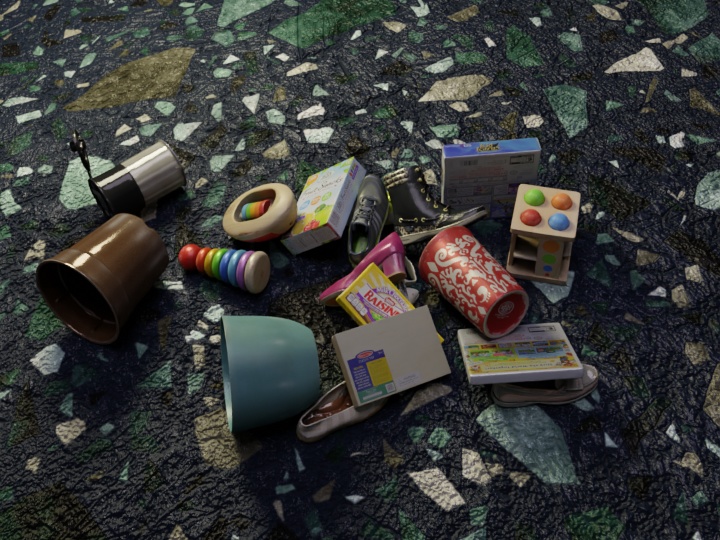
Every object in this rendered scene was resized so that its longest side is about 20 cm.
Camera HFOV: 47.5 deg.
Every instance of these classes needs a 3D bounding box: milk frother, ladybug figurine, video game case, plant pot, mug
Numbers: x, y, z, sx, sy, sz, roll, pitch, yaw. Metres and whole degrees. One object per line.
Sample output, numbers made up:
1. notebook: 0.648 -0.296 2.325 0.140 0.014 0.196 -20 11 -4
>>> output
1. milk frother: -0.519 -0.240 1.810 0.187 0.202 0.180 -35 51 -24
2. ladybug figurine: -0.208 -0.114 1.731 0.197 0.072 0.137 -4 53 38
3. video game case: 0.283 0.149 1.480 0.196 0.023 0.183 -4 22 1
4. video game case: 0.268 -0.187 1.712 0.196 0.183 0.046 -4 47 1
5. plant pot: -0.494 0.005 1.617 0.197 0.203 0.199 19 45 20
6. plant pot: -0.158 0.174 1.439 0.158 0.202 0.203 -4 48 -13
7. mug: 0.235 0.017 1.557 0.175 0.135 0.200 -21 43 -20

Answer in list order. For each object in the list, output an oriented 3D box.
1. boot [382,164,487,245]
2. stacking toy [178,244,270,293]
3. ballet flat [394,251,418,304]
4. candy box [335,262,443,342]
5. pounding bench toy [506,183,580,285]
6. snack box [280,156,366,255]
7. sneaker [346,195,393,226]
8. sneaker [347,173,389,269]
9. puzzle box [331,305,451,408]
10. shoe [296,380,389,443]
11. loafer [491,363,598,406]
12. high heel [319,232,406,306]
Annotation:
1. boot: 0.144 -0.144 1.653 0.201 0.073 0.157 -17 87 24
2. stacking toy: -0.288 -0.010 1.682 0.197 0.086 0.086 10 50 21
3. ballet flat: 0.081 0.031 1.621 0.071 0.073 0.203 -5 51 0
4. candy box: 0.056 0.092 1.525 0.200 0.026 0.102 47 64 -2
5. pounding bench toy: 0.372 -0.105 1.650 0.122 0.157 0.202 9 50 12
6. snack box: -0.078 -0.137 1.739 0.141 0.053 0.202 -17 39 38
7. sneaker: 0.052 -0.141 1.778 0.196 0.077 0.105 -5 19 13
8. sneaker: 0.014 -0.103 1.677 0.072 0.081 0.204 4 78 11
9. puzzle box: 0.056 0.153 1.477 0.197 0.025 0.135 -15 80 -24
10. shoe: -0.026 0.239 1.458 0.198 0.054 0.070 -29 53 -19
11. loafer: 0.331 0.197 1.458 0.196 0.063 0.073 -9 50 -3
12. high heel: 0.000 0.000 1.611 0.198 0.067 0.097 -26 55 27
